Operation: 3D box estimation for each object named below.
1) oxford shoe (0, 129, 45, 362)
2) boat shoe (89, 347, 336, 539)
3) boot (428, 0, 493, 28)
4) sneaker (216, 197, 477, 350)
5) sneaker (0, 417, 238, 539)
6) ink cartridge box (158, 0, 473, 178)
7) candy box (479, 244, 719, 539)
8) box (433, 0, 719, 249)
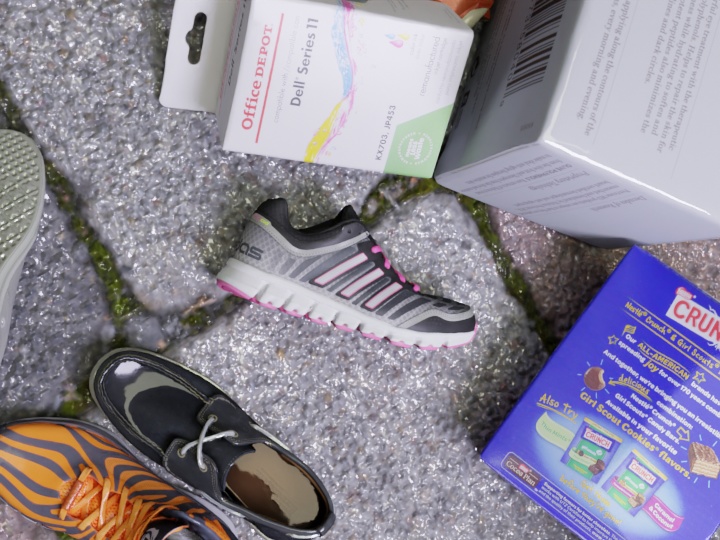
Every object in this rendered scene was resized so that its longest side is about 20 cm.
[{"bbox_3d":[-0.258,0.000,0.710,0.075,0.058,0.202,10,71,-10],"label":"oxford shoe"},{"bbox_3d":[-0.101,0.121,0.748,0.200,0.068,0.072,40,73,-9],"label":"boat shoe"},{"bbox_3d":[0.078,-0.250,0.815,0.107,0.075,0.200,42,85,-16],"label":"boot"},{"bbox_3d":[0.000,0.000,0.778,0.198,0.074,0.088,16,90,-12],"label":"sneaker"},{"bbox_3d":[-0.156,0.159,0.705,0.199,0.112,0.078,28,81,-15],"label":"sneaker"},{"bbox_3d":[-0.034,-0.140,0.749,0.198,0.067,0.118,6,119,-17],"label":"ink cartridge box"},{"bbox_3d":[0.214,0.113,0.802,0.169,0.077,0.200,37,87,12],"label":"candy box"},{"bbox_3d":[0.185,-0.138,0.776,0.170,0.200,0.201,20,82,-14],"label":"box"}]
